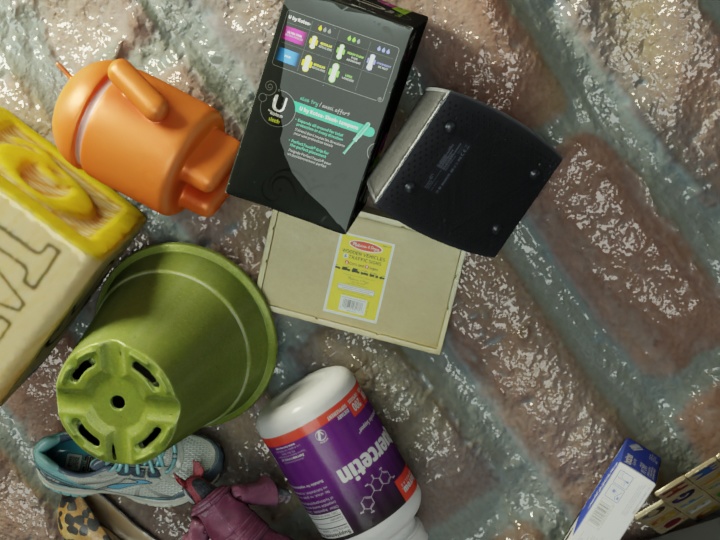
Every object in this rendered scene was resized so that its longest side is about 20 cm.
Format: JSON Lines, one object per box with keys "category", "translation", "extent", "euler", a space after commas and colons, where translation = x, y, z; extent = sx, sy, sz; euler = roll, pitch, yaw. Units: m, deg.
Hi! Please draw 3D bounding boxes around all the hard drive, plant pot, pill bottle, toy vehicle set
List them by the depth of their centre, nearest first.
{"category": "hard drive", "translation": [0.096, -0.093, 1.352], "extent": [0.042, 0.200, 0.135], "euler": [43, 104, 38]}
{"category": "plant pot", "translation": [-0.202, 0.096, 1.402], "extent": [0.199, 0.190, 0.201], "euler": [4, 109, 13]}
{"category": "toy vehicle set", "translation": [0.000, 0.000, 1.455], "extent": [0.199, 0.027, 0.125], "euler": [15, 105, 2]}
{"category": "pill bottle", "translation": [-0.013, 0.204, 1.464], "extent": [0.112, 0.112, 0.201], "euler": [-29, 100, 12]}

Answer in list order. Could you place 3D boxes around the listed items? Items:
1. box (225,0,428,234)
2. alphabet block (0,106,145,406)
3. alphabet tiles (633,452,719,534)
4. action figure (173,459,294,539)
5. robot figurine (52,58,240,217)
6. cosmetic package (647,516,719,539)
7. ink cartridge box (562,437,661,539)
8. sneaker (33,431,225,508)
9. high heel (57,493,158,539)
{"category": "box", "translation": [-0.029, -0.158, 1.356], "extent": [0.124, 0.149, 0.201], "euler": [19, 105, 2]}
{"category": "alphabet block", "translation": [-0.357, -0.014, 1.404], "extent": [0.196, 0.195, 0.200], "euler": [37, 106, -6]}
{"category": "alphabet tiles", "translation": [0.365, 0.198, 1.413], "extent": [0.200, 0.166, 0.006], "euler": [-34, 61, 12]}
{"category": "action figure", "translation": [-0.120, 0.276, 1.443], "extent": [0.134, 0.149, 0.200], "euler": [-44, 90, -1]}
{"category": "robot figurine", "translation": [-0.210, -0.130, 1.389], "extent": [0.199, 0.144, 0.117], "euler": [27, 94, 12]}
{"category": "cosmetic package", "translation": [0.367, 0.314, 1.457], "extent": [0.199, 0.090, 0.107], "euler": [-17, 121, 11]}
{"category": "ink cartridge box", "translation": [0.232, 0.272, 1.464], "extent": [0.044, 0.094, 0.201], "euler": [32, 105, 9]}
{"category": "sneaker", "translation": [-0.240, 0.198, 1.483], "extent": [0.199, 0.086, 0.078], "euler": [-3, 68, 3]}
{"category": "high heel", "translation": [-0.222, 0.283, 1.527], "extent": [0.199, 0.071, 0.143], "euler": [-6, 104, 12]}
